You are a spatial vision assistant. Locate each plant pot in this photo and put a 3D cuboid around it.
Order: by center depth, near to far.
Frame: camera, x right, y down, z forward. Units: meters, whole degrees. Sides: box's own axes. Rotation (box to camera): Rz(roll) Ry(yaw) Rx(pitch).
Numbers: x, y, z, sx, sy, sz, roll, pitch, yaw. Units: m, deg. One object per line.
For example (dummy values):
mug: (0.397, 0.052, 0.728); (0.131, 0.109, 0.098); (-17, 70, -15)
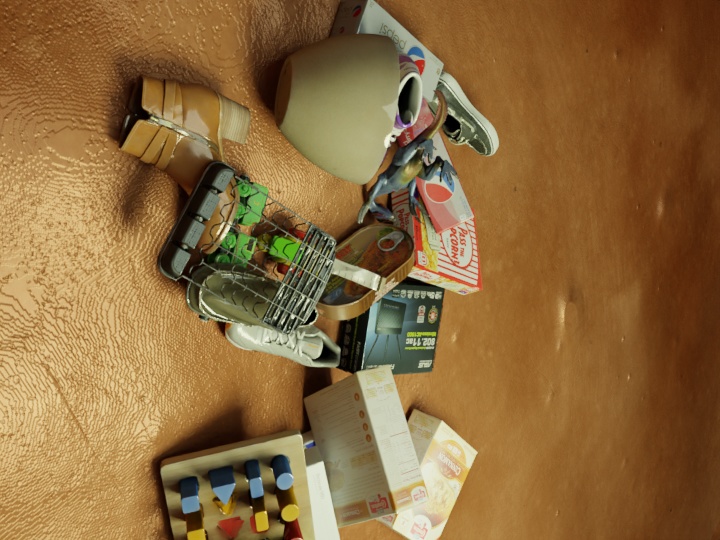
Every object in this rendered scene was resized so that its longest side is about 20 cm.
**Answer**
plant pot: (-0.044, -0.230, 1.044); (0.131, 0.200, 0.207); (7, 94, -19)

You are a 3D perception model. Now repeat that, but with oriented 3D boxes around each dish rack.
dish rack: (-0.131, -0.021, 0.940); (0.197, 0.054, 0.156); (31, 84, -23)

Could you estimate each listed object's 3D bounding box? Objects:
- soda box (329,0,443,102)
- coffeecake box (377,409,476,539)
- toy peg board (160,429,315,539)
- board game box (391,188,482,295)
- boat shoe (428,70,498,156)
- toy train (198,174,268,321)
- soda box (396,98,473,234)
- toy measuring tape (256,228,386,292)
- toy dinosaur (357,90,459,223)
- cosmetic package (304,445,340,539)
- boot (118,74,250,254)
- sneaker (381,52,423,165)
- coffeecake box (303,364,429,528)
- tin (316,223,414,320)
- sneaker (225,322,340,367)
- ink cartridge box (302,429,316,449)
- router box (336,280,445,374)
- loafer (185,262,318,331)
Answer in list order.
soda box: (0.043, -0.336, 1.179); (0.198, 0.063, 0.070); (25, 81, -45)
coffeecake box: (0.115, 0.385, 1.395); (0.153, 0.072, 0.203); (44, 68, -43)
toy peg board: (-0.156, 0.348, 1.036); (0.194, 0.098, 0.205); (-10, 110, -14)
board game box: (0.132, -0.054, 1.308); (0.198, 0.046, 0.156); (17, 63, -47)
boat shoe: (0.170, -0.256, 1.329); (0.199, 0.070, 0.065); (41, 69, -34)
toy train: (-0.172, -0.027, 1.032); (0.055, 0.041, 0.206); (18, 86, -32)
soda box: (0.112, -0.165, 1.218); (0.069, 0.063, 0.204); (-23, 93, 6)
toy measuring tape: (-0.060, -0.011, 1.109); (0.195, 0.073, 0.076); (19, 85, -13)
toy dinosaur: (0.071, -0.145, 1.176); (0.104, 0.180, 0.205); (28, 72, -27)
cosmetic package: (-0.111, 0.380, 1.139); (0.147, 0.052, 0.205); (-14, 111, -10)
boot: (-0.222, -0.130, 0.943); (0.153, 0.076, 0.206); (9, 100, -41)
sneaker: (0.033, -0.211, 1.125); (0.071, 0.115, 0.204); (12, 118, -20)
coffeecake box: (0.005, 0.266, 1.149); (0.072, 0.152, 0.205); (-5, 72, -40)
tin: (0.000, 0.000, 1.170); (0.199, 0.111, 0.043); (-37, 145, -28)
sneaker: (-0.103, 0.095, 1.101); (0.198, 0.091, 0.078); (20, 85, -45)
ink cartridge box: (-0.068, 0.305, 1.225); (0.197, 0.037, 0.098); (-14, 108, -41)
router box: (0.054, 0.094, 1.285); (0.197, 0.061, 0.155); (4, 96, -47)
loafer: (-0.135, 0.037, 1.003); (0.196, 0.069, 0.077); (9, 93, -39)
